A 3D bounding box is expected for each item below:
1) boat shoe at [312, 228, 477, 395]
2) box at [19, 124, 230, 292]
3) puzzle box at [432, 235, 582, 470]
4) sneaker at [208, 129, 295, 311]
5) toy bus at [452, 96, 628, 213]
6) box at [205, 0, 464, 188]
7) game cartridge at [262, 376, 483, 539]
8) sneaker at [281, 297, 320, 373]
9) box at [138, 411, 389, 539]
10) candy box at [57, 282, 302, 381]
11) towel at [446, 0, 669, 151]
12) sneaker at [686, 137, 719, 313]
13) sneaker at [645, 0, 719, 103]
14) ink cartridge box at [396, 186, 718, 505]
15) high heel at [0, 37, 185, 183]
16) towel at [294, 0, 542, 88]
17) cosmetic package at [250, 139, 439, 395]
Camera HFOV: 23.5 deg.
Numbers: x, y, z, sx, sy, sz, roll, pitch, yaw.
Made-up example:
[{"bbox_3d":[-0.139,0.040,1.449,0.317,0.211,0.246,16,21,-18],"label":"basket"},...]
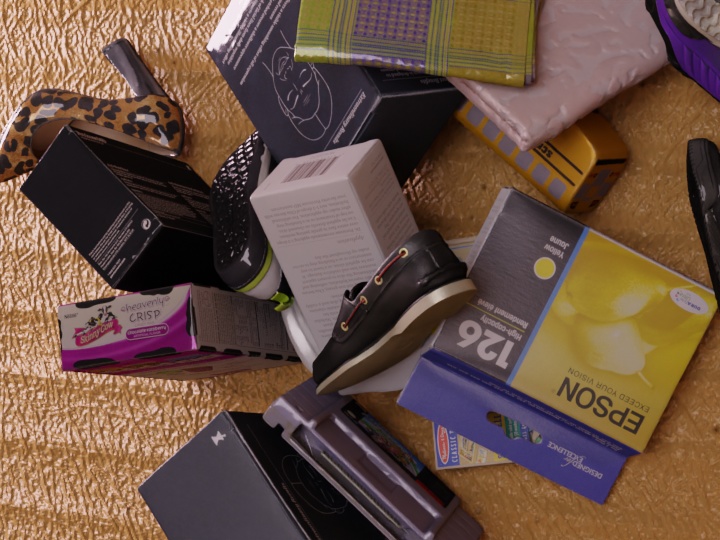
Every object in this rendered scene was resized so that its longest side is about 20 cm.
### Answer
[{"bbox_3d":[0.018,0.037,1.377,0.201,0.074,0.063,-46,67,47],"label":"boat shoe"},{"bbox_3d":[-0.187,-0.044,1.553,0.079,0.200,0.141,-49,65,13],"label":"box"},{"bbox_3d":[0.120,0.066,1.487,0.133,0.025,0.201,-10,80,25],"label":"puzzle box"},{"bbox_3d":[-0.083,-0.039,1.515,0.072,0.083,0.200,-38,33,32],"label":"sneaker"},{"bbox_3d":[0.136,-0.141,1.478,0.200,0.065,0.078,44,118,24],"label":"toy bus"},{"bbox_3d":[-0.023,-0.177,1.507,0.200,0.107,0.149,59,136,24],"label":"box"},{"bbox_3d":[0.015,0.168,1.442,0.200,0.130,0.038,43,107,6],"label":"game cartridge"},{"bbox_3d":[-0.025,0.004,1.542,0.088,0.075,0.201,-19,73,17],"label":"sneaker"},{"bbox_3d":[-0.063,0.210,1.452,0.107,0.200,0.149,-41,68,15],"label":"box"},{"bbox_3d":[-0.154,0.056,1.524,0.136,0.200,0.061,-10,80,23],"label":"candy box"},{"bbox_3d":[0.149,-0.204,1.443,0.200,0.032,0.191,-33,62,-23],"label":"towel"},{"bbox_3d":[0.327,-0.023,1.378,0.104,0.060,0.200,-10,62,4],"label":"sneaker"},{"bbox_3d":[0.301,-0.166,1.391,0.070,0.099,0.200,-45,104,-17],"label":"sneaker"},{"bbox_3d":[0.160,0.064,1.405,0.197,0.047,0.201,26,90,-5],"label":"ink cartridge box"},{"bbox_3d":[-0.266,-0.116,1.670,0.200,0.071,0.143,-39,62,7],"label":"high heel"},{"bbox_3d":[0.051,-0.211,1.410,0.199,0.023,0.144,6,55,2],"label":"towel"},{"bbox_3d":[0.000,0.000,1.445,0.101,0.071,0.201,-9,116,31],"label":"cosmetic package"}]
